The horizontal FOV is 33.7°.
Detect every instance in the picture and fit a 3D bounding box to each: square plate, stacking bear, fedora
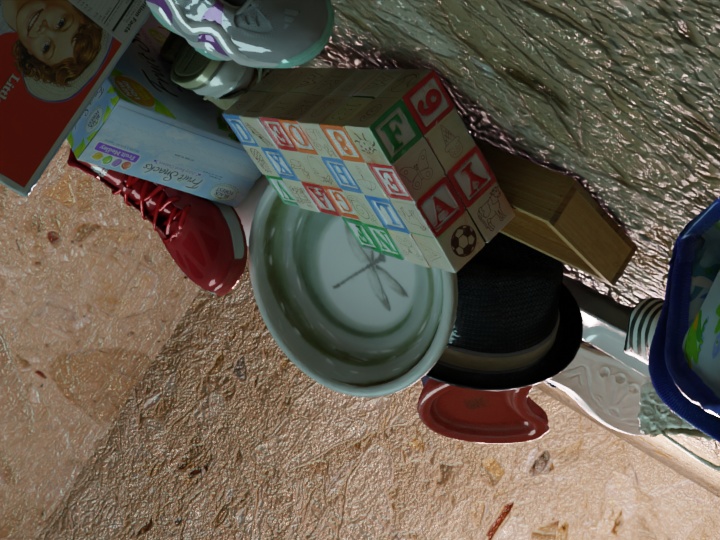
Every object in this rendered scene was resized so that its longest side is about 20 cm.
[{"bbox_3d":[0.262,0.068,1.128,0.198,0.028,0.200,30,176,36],"label":"square plate"},{"bbox_3d":[0.110,0.049,1.122,0.114,0.200,0.121,-9,139,15],"label":"stacking bear"},{"bbox_3d":[0.098,0.009,1.006,0.201,0.201,0.092,32,138,21],"label":"fedora"}]

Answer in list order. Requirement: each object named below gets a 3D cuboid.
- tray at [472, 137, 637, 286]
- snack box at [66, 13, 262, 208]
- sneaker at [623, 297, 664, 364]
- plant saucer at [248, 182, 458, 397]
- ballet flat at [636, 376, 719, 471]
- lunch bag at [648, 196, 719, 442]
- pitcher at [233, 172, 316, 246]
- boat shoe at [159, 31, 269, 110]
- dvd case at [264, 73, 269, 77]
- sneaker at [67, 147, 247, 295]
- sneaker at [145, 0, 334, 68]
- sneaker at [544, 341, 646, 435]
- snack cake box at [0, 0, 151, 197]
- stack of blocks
[{"bbox_3d":[0.091,-0.059,0.838,0.200,0.037,0.099,31,177,44],"label":"tray"},{"bbox_3d":[-0.185,-0.154,0.986,0.169,0.068,0.200,16,-150,-47],"label":"snack box"},{"bbox_3d":[0.283,0.083,0.933,0.200,0.076,0.115,44,-179,-28],"label":"sneaker"},{"bbox_3d":[0.000,0.000,0.951,0.200,0.200,0.050,31,-151,26],"label":"plant saucer"},{"bbox_3d":[0.329,0.146,1.011,0.200,0.072,0.072,17,169,31],"label":"ballet flat"},{"bbox_3d":[0.209,0.037,0.451,0.170,0.127,0.200,31,-170,0],"label":"lunch bag"},{"bbox_3d":[-0.071,-0.087,1.091,0.200,0.172,0.121,12,124,40],"label":"pitcher"},{"bbox_3d":[-0.102,-0.163,0.905,0.068,0.075,0.200,33,-172,-21],"label":"boat shoe"},{"bbox_3d":[-0.007,-0.114,1.133,0.149,0.016,0.200,32,176,17],"label":"dvd case"},{"bbox_3d":[-0.183,-0.059,0.998,0.115,0.078,0.200,8,-145,-49],"label":"sneaker"},{"bbox_3d":[-0.101,-0.176,0.585,0.200,0.078,0.140,33,177,-1],"label":"sneaker"},{"bbox_3d":[0.276,0.123,1.474,0.200,0.081,0.146,30,-175,-3],"label":"sneaker"},{"bbox_3d":[-0.212,-0.163,0.753,0.067,0.200,0.115,31,176,39],"label":"snack cake box"},{"bbox_3d":[0.000,-0.074,0.805,0.200,0.059,0.115,17,145,56],"label":"stack of blocks"}]
